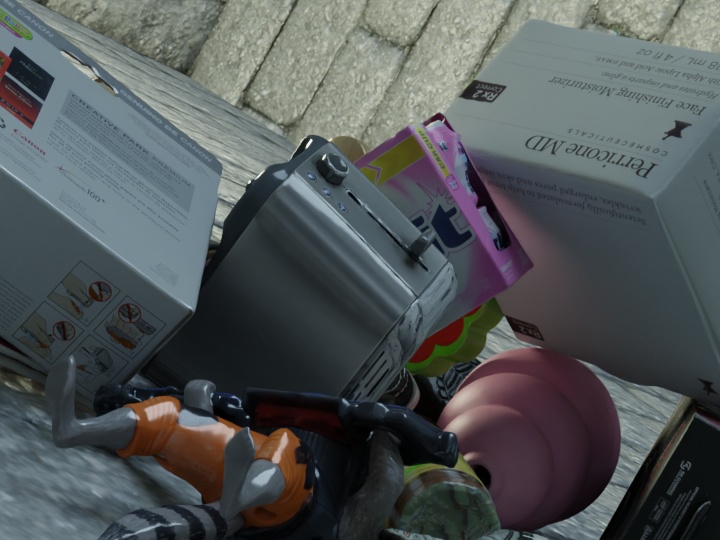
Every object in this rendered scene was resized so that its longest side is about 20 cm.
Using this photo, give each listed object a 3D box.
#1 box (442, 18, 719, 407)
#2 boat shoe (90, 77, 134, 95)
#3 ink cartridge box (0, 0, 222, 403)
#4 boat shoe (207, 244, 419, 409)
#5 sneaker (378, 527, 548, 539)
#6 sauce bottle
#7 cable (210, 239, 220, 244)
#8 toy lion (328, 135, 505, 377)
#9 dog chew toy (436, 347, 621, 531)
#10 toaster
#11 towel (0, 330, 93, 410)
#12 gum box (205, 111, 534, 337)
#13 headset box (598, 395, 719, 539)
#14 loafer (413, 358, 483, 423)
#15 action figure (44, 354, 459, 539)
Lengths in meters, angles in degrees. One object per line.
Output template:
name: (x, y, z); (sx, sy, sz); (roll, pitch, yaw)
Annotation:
box: (0.177, -0.037, 1.132); (0.199, 0.131, 0.200); (18, -32, 44)
boat shoe: (-0.172, -0.085, 1.100); (0.076, 0.072, 0.200); (-8, -33, 29)
ink cartridge box: (-0.179, -0.053, 0.938); (0.200, 0.084, 0.176); (39, 24, -17)
boat shoe: (-0.046, 0.044, 1.225); (0.200, 0.076, 0.060); (23, -38, 28)
sneaker: (0.034, 0.146, 0.811); (0.082, 0.078, 0.200); (30, 6, 14)
sauce bottle: (0.030, 0.123, 1.055); (0.065, 0.065, 0.200); (28, 5, -16)
cable: (-0.166, -0.011, 1.425); (0.200, 0.050, 0.097); (20, 18, 25)
toy lion: (0.013, 0.011, 1.276); (0.069, 0.200, 0.192); (21, 22, -53)
dog chew toy: (0.105, 0.120, 1.184); (0.124, 0.125, 0.200); (31, 14, 14)
toaster: (-0.038, 0.032, 1.013); (0.129, 0.200, 0.114); (39, 28, 3)
towel: (-0.198, -0.011, 0.975); (0.144, 0.023, 0.200); (30, 26, -32)
gum box: (0.000, 0.000, 1.091); (0.114, 0.200, 0.066); (57, 22, 0)
headset box: (0.212, 0.166, 1.154); (0.077, 0.149, 0.200); (30, 7, 8)
loafer: (0.051, 0.093, 1.349); (0.200, 0.071, 0.073); (48, 42, 14)
action figure: (-0.068, 0.099, 0.816); (0.199, 0.105, 0.193); (2, -18, 32)
